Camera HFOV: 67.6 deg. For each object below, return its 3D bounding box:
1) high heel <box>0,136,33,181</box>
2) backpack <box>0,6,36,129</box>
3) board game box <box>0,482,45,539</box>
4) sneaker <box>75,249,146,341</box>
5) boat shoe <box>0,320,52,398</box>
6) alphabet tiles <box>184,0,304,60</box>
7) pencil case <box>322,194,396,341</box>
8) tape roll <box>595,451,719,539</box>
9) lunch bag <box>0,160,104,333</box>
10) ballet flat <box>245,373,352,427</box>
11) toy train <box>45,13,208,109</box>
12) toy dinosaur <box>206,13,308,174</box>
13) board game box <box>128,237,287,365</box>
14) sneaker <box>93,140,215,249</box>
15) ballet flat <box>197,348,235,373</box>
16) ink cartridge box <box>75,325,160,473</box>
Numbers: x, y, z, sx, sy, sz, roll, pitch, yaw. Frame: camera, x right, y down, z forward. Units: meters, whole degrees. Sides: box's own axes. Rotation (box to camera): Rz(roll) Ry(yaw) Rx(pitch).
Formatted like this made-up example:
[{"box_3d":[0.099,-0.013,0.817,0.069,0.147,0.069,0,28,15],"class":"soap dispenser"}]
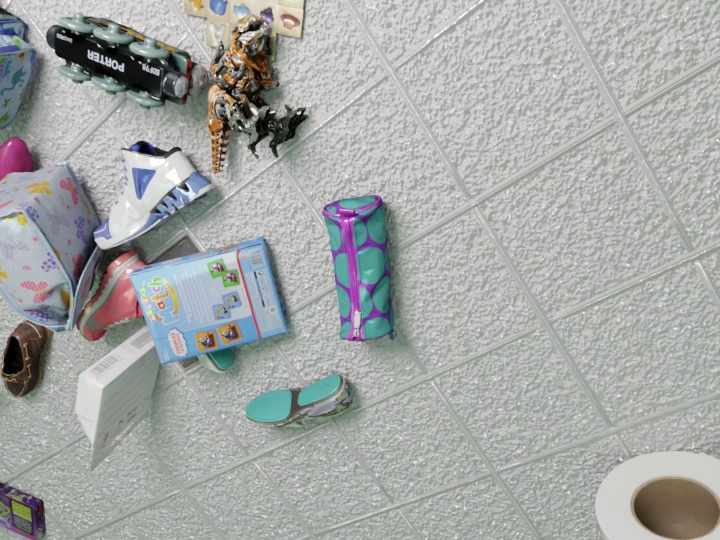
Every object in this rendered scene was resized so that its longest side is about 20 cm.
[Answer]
[{"box_3d":[-0.530,-0.111,0.858,0.096,0.067,0.201,39,133,8],"class":"high heel"},{"box_3d":[-0.556,-0.277,0.719,0.147,0.200,0.183,39,116,-4],"class":"backpack"},{"box_3d":[-0.828,0.547,1.249,0.198,0.032,0.121,18,112,8],"class":"board game box"},{"box_3d":[-0.401,0.062,0.894,0.086,0.074,0.201,38,117,-4],"class":"sneaker"},{"box_3d":[-0.644,0.173,1.013,0.070,0.070,0.201,30,119,0],"class":"boat shoe"},{"box_3d":[-0.143,-0.377,0.669,0.164,0.006,0.202,15,116,9],"class":"alphabet tiles"},{"box_3d":[0.000,0.000,0.744,0.084,0.093,0.202,-1,112,16],"class":"pencil case"},{"box_3d":[0.434,0.365,0.718,0.201,0.203,0.140,-17,107,21],"class":"tape roll"},{"box_3d":[-0.455,-0.033,0.799,0.126,0.170,0.202,-11,124,0],"class":"lunch bag"},{"box_3d":[-0.097,0.228,0.886,0.199,0.072,0.073,-21,106,24],"class":"ballet flat"},{"box_3d":[-0.296,-0.272,0.693,0.198,0.114,0.086,22,119,9],"class":"toy train"},{"box_3d":[-0.152,-0.220,0.708,0.135,0.102,0.201,38,140,14],"class":"toy dinosaur"},{"box_3d":[-0.225,0.047,0.816,0.198,0.037,0.153,-14,110,-6],"class":"board game box"},{"box_3d":[-0.319,-0.123,0.795,0.198,0.081,0.116,-27,99,18],"class":"sneaker"},{"box_3d":[-0.275,0.082,0.878,0.069,0.070,0.202,-17,108,22],"class":"ballet flat"},{"box_3d":[-0.410,0.214,0.912,0.050,0.161,0.201,27,118,5],"class":"ink cartridge box"}]
